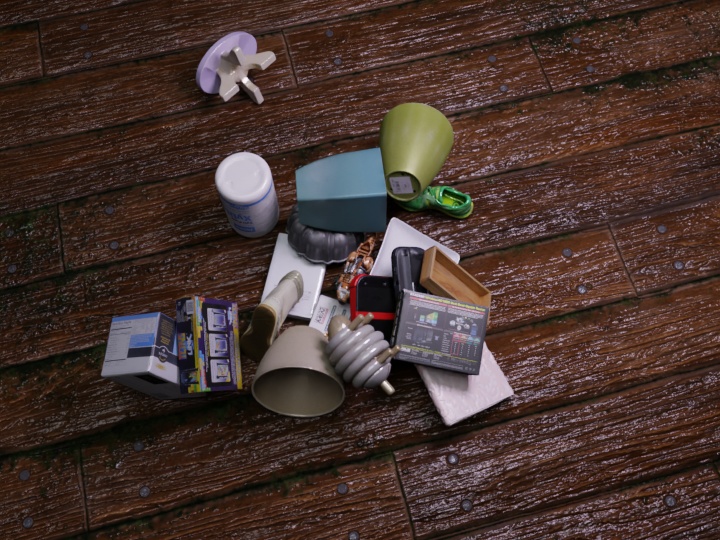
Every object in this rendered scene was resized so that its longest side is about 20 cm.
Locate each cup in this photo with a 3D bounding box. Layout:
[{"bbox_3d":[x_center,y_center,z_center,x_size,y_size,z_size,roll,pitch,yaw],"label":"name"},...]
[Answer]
[{"bbox_3d":[-0.130,0.207,1.608,0.199,0.201,0.144,1,48,1],"label":"cup"}]

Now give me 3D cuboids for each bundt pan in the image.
[{"bbox_3d":[-0.081,-0.117,1.772,0.201,0.076,0.203,3,57,-4],"label":"bundt pan"}]

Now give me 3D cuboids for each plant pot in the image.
[{"bbox_3d":[0.117,-0.264,1.764,0.186,0.188,0.201,12,49,6],"label":"plant pot"},{"bbox_3d":[-0.047,-0.176,1.692,0.199,0.142,0.142,-5,56,-2],"label":"plant pot"}]

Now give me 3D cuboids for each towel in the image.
[{"bbox_3d":[0.219,0.224,1.639,0.190,0.032,0.201,-16,67,-29],"label":"towel"}]

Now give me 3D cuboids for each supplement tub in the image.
[{"bbox_3d":[-0.266,-0.176,1.752,0.131,0.200,0.133,0,66,1],"label":"supplement tub"}]

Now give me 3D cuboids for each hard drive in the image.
[{"bbox_3d":[-0.154,0.014,1.764,0.131,0.027,0.201,10,68,5],"label":"hard drive"}]

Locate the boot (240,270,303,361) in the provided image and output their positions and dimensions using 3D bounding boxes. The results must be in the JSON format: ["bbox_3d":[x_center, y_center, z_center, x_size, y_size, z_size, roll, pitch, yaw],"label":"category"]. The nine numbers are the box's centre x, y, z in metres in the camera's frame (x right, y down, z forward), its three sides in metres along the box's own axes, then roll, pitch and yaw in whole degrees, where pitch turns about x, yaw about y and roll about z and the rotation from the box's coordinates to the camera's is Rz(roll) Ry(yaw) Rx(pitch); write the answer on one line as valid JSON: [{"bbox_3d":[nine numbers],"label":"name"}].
[{"bbox_3d":[-0.196,0.103,1.668,0.072,0.200,0.155,30,45,4],"label":"boot"}]

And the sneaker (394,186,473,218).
[{"bbox_3d":[0.181,-0.184,1.815,0.199,0.084,0.074,9,68,5],"label":"sneaker"}]

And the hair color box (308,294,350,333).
[{"bbox_3d":[-0.014,0.138,1.690,0.199,0.061,0.100,18,65,7],"label":"hair color box"}]

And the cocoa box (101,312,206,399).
[{"bbox_3d":[-0.430,0.186,1.583,0.133,0.200,0.132,-8,64,23],"label":"cocoa box"}]

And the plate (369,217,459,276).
[{"bbox_3d":[0.119,0.007,1.730,0.199,0.032,0.201,29,67,-17],"label":"plate"}]

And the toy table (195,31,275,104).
[{"bbox_3d":[-0.321,-0.527,1.925,0.117,0.184,0.200,35,83,31],"label":"toy table"}]

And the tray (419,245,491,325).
[{"bbox_3d":[0.217,0.040,1.670,0.200,0.037,0.099,37,45,-26],"label":"tray"}]

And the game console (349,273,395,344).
[{"bbox_3d":[0.067,0.099,1.648,0.199,0.031,0.178,4,80,-28],"label":"game console"}]

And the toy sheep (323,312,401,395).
[{"bbox_3d":[0.003,0.173,1.514,0.138,0.138,0.200,-35,73,-14],"label":"toy sheep"}]

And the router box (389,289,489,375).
[{"bbox_3d":[0.167,0.134,1.584,0.199,0.062,0.151,13,81,-9],"label":"router box"}]

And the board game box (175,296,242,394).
[{"bbox_3d":[-0.326,0.163,1.596,0.056,0.165,0.201,-9,80,20],"label":"board game box"}]

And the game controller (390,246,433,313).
[{"bbox_3d":[0.119,0.045,1.652,0.104,0.042,0.201,2,81,-44],"label":"game controller"}]

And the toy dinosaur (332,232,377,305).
[{"bbox_3d":[0.000,0.000,1.705,0.102,0.136,0.200,39,65,19],"label":"toy dinosaur"}]
